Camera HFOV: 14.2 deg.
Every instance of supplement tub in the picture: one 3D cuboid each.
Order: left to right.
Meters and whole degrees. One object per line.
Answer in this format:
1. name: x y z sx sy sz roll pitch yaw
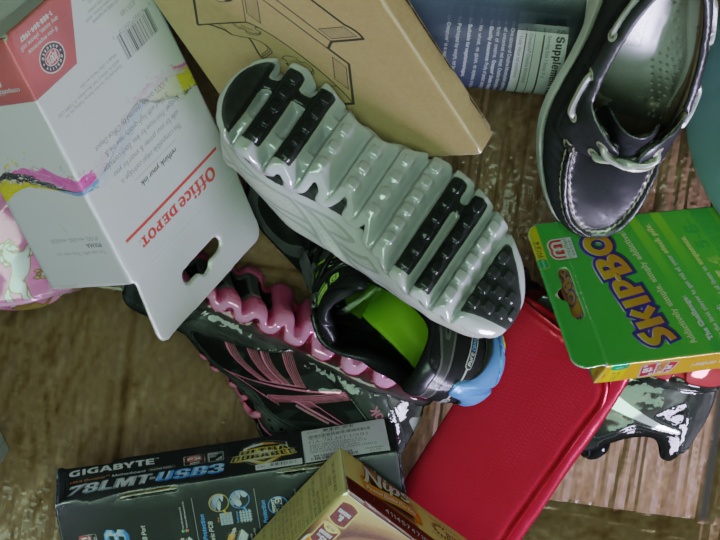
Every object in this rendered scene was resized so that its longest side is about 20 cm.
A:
1. supplement tub: 0.080 -0.169 1.607 0.200 0.140 0.141 5 97 -1

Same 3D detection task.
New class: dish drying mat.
1. dish drying mat: 0.078 0.109 1.662 0.077 0.018 0.200 33 122 3

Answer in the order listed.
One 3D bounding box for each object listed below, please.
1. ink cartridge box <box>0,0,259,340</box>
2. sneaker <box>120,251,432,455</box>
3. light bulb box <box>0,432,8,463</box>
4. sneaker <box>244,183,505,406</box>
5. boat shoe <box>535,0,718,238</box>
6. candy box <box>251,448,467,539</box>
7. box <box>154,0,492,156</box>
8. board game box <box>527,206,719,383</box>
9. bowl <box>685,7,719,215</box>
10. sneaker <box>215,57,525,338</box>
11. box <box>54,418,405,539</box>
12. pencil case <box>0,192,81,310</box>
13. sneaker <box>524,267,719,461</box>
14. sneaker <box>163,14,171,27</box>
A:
1. ink cartridge box: -0.143 -0.070 1.599 0.067 0.116 0.200 -3 122 39
2. sneaker: -0.052 0.057 1.675 0.200 0.079 0.095 22 108 -2
3. light bulb box: -0.302 0.061 1.602 0.125 0.200 0.198 -26 98 3
4. sneaker: 0.000 0.001 1.626 0.200 0.083 0.071 47 119 30
5. boat shoe: 0.145 -0.090 1.542 0.074 0.060 0.200 6 128 -16
6. candy box: -0.031 0.209 1.627 0.115 0.055 0.200 37 107 -18
7. box: -0.040 -0.136 1.548 0.200 0.163 0.021 54 53 -33
8. board game box: 0.194 0.010 1.632 0.200 0.030 0.096 -4 59 -23
9. bowl: 0.288 -0.096 1.610 0.201 0.105 0.201 1 80 -5
10. sneaker: 0.004 -0.033 1.573 0.200 0.081 0.075 40 67 3
11. box: -0.064 0.195 1.674 0.198 0.050 0.200 -8 114 1
12. pencil case: -0.209 -0.077 1.645 0.086 0.083 0.200 -8 98 -16
13. sneaker: 0.114 0.056 1.672 0.200 0.071 0.098 15 107 4
14. sneaker: -0.107 -0.230 1.630 0.081 0.077 0.200 27 93 2
